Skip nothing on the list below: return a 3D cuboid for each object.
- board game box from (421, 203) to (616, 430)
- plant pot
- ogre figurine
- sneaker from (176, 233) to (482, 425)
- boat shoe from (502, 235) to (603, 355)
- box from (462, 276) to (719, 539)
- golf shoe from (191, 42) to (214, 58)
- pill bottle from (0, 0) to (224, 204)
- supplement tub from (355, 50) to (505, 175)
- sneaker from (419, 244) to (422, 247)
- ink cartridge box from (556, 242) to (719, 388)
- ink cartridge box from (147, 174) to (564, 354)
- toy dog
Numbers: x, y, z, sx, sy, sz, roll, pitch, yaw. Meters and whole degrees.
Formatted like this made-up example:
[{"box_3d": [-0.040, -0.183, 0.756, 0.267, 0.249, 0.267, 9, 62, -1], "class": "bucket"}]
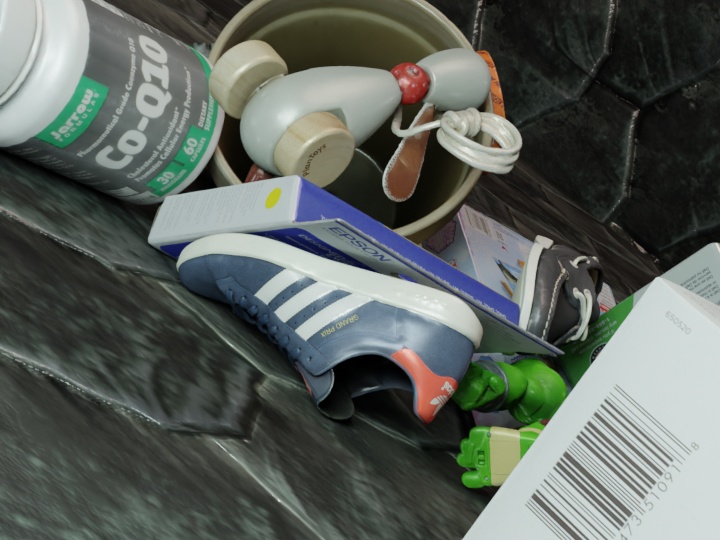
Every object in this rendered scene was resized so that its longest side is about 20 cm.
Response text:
[{"box_3d": [0.140, 0.065, 1.638, 0.200, 0.041, 0.200, 27, 36, -41], "class": "board game box"}, {"box_3d": [-0.017, -0.077, 1.551, 0.200, 0.200, 0.174, 37, -22, 10], "class": "plant pot"}, {"box_3d": [0.140, 0.123, 1.413, 0.200, 0.098, 0.120, 26, 19, 11], "class": "ogre figurine"}, {"box_3d": [-0.031, 0.039, 1.325, 0.200, 0.085, 0.075, 14, -17, 25], "class": "sneaker"}, {"box_3d": [0.135, 0.022, 1.515, 0.060, 0.074, 0.200, 19, 9, 5], "class": "boat shoe"}, {"box_3d": [0.190, 0.147, 1.151, 0.200, 0.199, 0.131, 43, 12, 36], "class": "box"}, {"box_3d": [-0.163, -0.117, 1.578, 0.200, 0.095, 0.078, 2, -4, -23], "class": "golf shoe"}, {"box_3d": [-0.188, -0.120, 1.392, 0.200, 0.113, 0.113, 23, 16, -50], "class": "pill bottle"}, {"box_3d": [0.007, -0.110, 1.717, 0.200, 0.123, 0.123, -8, 19, -7], "class": "supplement tub"}, {"box_3d": [0.057, 0.021, 1.722, 0.106, 0.075, 0.200, 37, 16, -25], "class": "sneaker"}, {"box_3d": [0.248, 0.106, 1.548, 0.083, 0.147, 0.200, 20, 41, -57], "class": "ink cartridge box"}, {"box_3d": [0.000, 0.000, 1.396, 0.198, 0.047, 0.200, 30, -23, -34], "class": "ink cartridge box"}, {"box_3d": [-0.007, -0.087, 1.413, 0.200, 0.096, 0.132, 5, 43, -25], "class": "toy dog"}]
